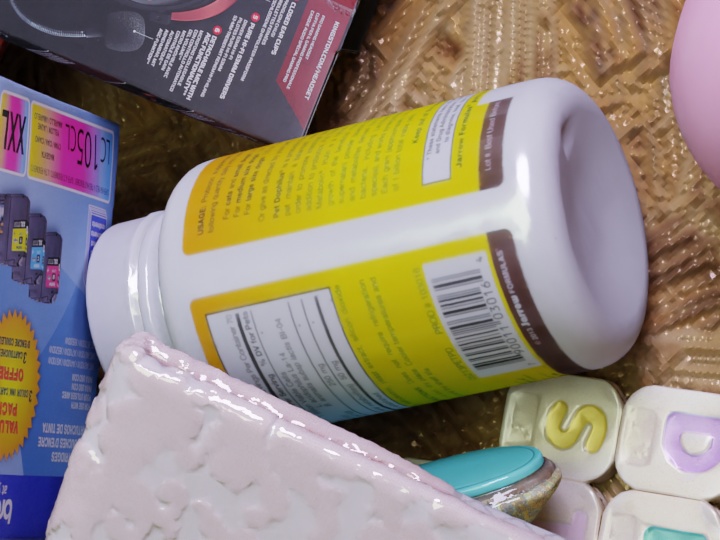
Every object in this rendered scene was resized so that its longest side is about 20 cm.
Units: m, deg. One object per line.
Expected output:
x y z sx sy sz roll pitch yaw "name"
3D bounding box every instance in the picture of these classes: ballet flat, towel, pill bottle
-0.011 0.110 1.055 0.200 0.071 0.071 -10 75 24 "ballet flat"
-0.034 0.145 1.012 0.191 0.032 0.200 24 111 4 "towel"
0.000 0.000 1.052 0.200 0.109 0.110 -12 74 25 "pill bottle"

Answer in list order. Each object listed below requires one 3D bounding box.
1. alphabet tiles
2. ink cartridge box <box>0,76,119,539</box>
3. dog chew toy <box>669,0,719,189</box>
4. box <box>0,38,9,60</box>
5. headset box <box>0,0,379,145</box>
0.083 0.139 1.036 0.195 0.015 0.200 8 83 28 "alphabet tiles"
-0.153 0.033 1.045 0.076 0.136 0.201 5 87 16 "ink cartridge box"
0.209 -0.058 0.954 0.200 0.125 0.125 21 90 22 "dog chew toy"
-0.179 -0.138 1.160 0.095 0.100 0.200 26 93 -9 "box"
-0.076 -0.144 1.089 0.149 0.200 0.075 -69 22 1 "headset box"
